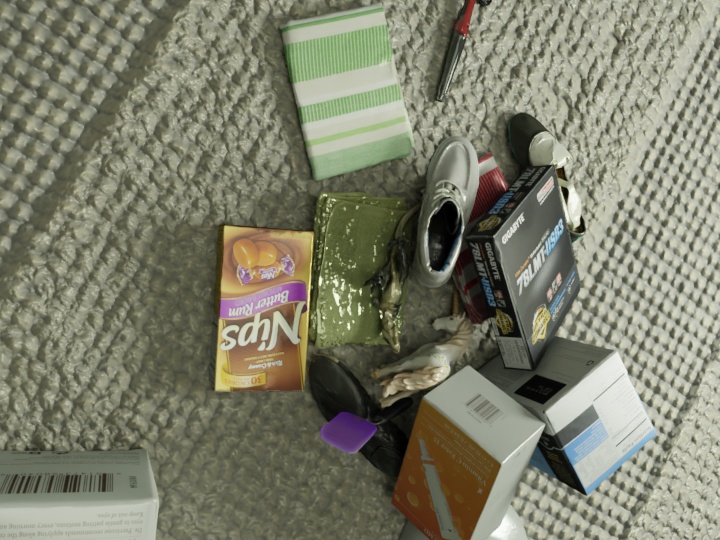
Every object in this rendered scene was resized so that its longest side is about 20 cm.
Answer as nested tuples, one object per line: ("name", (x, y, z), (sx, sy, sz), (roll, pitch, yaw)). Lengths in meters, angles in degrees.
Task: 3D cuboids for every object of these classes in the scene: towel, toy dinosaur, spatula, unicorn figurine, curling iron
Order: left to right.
("towel", (-0.016, -0.234, 0.941), (0.150, 0.023, 0.203), (-16, 99, -17))
("towel", (0.000, 0.000, 0.942), (0.146, 0.036, 0.204), (3, 92, -30))
("spatula", (0.018, 0.185, 0.901), (0.199, 0.056, 0.021), (-6, 112, -61))
("toy dinosaur", (0.043, -0.001, 0.910), (0.047, 0.088, 0.203), (10, 82, 17))
("unicorn figurine", (0.087, 0.117, 0.946), (0.136, 0.200, 0.075), (-26, 108, 12))
("curling iron", (0.147, -0.326, 0.988), (0.049, 0.026, 0.203), (24, 85, -15))
("towel", (0.174, -0.046, 1.001), (0.143, 0.023, 0.202), (-30, 101, -27))

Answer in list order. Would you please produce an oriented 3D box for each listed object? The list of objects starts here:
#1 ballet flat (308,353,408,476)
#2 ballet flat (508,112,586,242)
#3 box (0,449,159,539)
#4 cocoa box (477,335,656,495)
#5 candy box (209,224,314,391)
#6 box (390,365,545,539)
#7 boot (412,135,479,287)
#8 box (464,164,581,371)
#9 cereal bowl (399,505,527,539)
("ballet flat", (-0.003, 0.192, 0.962), (0.066, 0.057, 0.201), (-35, 99, 14))
("ballet flat", (0.275, -0.133, 1.020), (0.067, 0.068, 0.202), (-29, 101, -21))
("box", (-0.326, 0.299, 0.770), (0.196, 0.200, 0.175), (5, 89, -19))
("cocoa box", (0.262, 0.181, 0.962), (0.133, 0.200, 0.132), (-34, 103, -15))
("candy box", (-0.124, 0.048, 0.901), (0.115, 0.056, 0.204), (3, 93, -19))
("box", (0.129, 0.245, 0.902), (0.097, 0.124, 0.202), (-25, 138, -40))
("boot", (0.113, -0.081, 0.898), (0.072, 0.096, 0.204), (10, 82, 0))
("box", (0.224, -0.007, 0.952), (0.200, 0.049, 0.201), (-44, 124, -42))
("cereal bowl", (0.153, 0.407, 1.000), (0.197, 0.083, 0.204), (-1, 94, -19))
